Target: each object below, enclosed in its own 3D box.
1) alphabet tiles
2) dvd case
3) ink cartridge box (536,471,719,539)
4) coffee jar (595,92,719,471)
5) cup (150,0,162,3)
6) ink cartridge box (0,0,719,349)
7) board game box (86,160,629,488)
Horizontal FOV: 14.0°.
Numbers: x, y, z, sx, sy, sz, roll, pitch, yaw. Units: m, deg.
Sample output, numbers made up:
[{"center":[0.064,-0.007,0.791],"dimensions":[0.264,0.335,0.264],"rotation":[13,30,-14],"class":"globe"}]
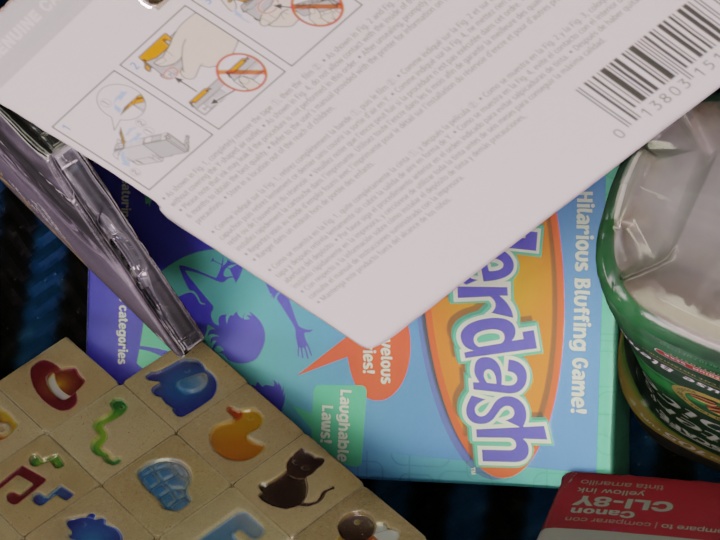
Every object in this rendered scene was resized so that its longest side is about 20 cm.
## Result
[{"center":[-0.082,0.102,0.999],"dimensions":[0.167,0.008,0.200],"rotation":[-35,51,-22],"class":"alphabet tiles"},{"center":[-0.141,-0.064,1.030],"dimensions":[0.016,0.149,0.200],"rotation":[-42,61,-8],"class":"dvd case"},{"center":[0.086,0.174,0.966],"dimensions":[0.083,0.200,0.145],"rotation":[5,113,13],"class":"ink cartridge box"},{"center":[0.135,0.014,0.969],"dimensions":[0.104,0.200,0.085],"rotation":[19,79,13],"class":"coffee jar"},{"center":[-0.045,-0.119,0.997],"dimensions":[0.200,0.200,0.143],"rotation":[11,87,13],"class":"cup"},{"center":[0.001,-0.077,0.880],"dimensions":[0.174,0.044,0.200],"rotation":[34,131,-22],"class":"ink cartridge box"},{"center":[0.000,0.000,1.078],"dimensions":[0.200,0.045,0.152],"rotation":[1,92,13],"class":"board game box"}]
